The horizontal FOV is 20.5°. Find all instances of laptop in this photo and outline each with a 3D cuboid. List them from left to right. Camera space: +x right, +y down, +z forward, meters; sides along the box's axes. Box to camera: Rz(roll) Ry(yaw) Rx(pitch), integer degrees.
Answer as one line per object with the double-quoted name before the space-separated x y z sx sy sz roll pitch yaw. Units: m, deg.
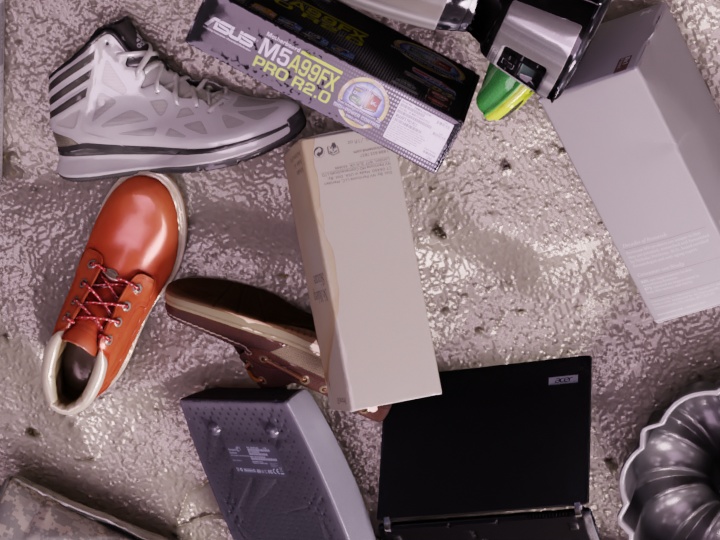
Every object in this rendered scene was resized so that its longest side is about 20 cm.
"laptop" 0.114 0.185 1.552 0.177 0.103 0.201 -8 118 26

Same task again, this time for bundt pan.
"bundt pan" 0.297 0.166 1.537 0.201 0.076 0.203 2 107 6

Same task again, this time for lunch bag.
"lunch bag" -0.233 0.272 1.608 0.199 0.139 0.168 24 92 -3

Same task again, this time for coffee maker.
"coffee maker" 0.084 -0.237 1.342 0.199 0.135 0.193 23 100 -1

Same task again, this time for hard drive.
"hard drive" -0.056 0.180 1.573 0.135 0.042 0.201 -2 117 43

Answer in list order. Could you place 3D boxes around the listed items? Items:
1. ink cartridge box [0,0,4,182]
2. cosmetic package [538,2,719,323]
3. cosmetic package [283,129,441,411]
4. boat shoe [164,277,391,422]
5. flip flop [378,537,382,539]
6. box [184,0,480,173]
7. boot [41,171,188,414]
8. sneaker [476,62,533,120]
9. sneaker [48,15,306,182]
"ink cartridge box" -0.376 -0.148 1.544 0.199 0.050 0.162 5 108 4
"cosmetic package" 0.215 -0.077 1.434 0.090 0.107 0.200 -19 112 32
"cosmetic package" 0.000 0.000 1.477 0.073 0.104 0.201 -10 87 -10
"boat shoe" -0.064 0.066 1.558 0.199 0.072 0.072 19 107 -5
"flip flop" -0.002 0.292 1.624 0.081 0.058 0.200 40 108 -6
"box" -0.016 -0.152 1.435 0.199 0.160 0.044 28 109 -1
"boot" -0.192 0.018 1.541 0.075 0.107 0.201 22 107 2
"sneaker" 0.120 -0.207 1.450 0.083 0.074 0.201 20 97 6
"sneaker" -0.145 -0.136 1.501 0.200 0.076 0.116 -7 108 12
